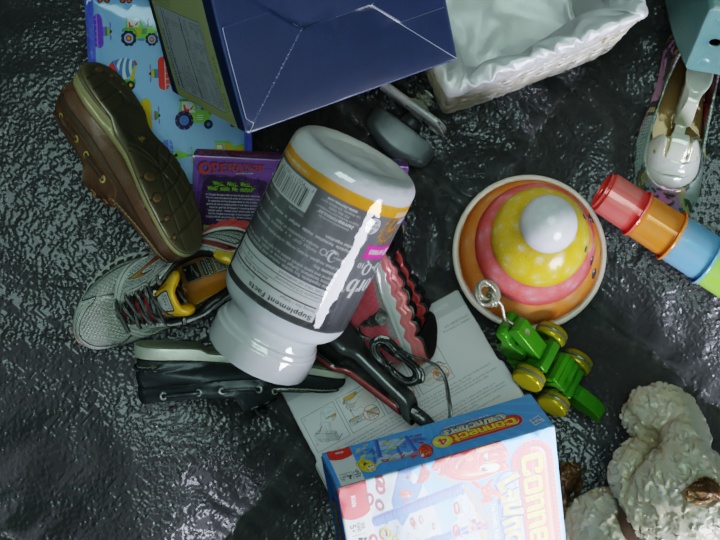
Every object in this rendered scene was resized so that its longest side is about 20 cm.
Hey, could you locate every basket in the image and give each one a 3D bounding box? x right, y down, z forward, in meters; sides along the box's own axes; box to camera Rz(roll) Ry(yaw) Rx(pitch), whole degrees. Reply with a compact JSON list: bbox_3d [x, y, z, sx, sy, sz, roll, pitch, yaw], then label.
[{"bbox_3d":[0.127,-0.267,1.366,0.199,0.161,0.200,-22,84,-3],"label":"basket"}]

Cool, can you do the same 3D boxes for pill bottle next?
[{"bbox_3d":[-0.045,-0.011,1.262,0.116,0.116,0.201,29,108,3],"label":"pill bottle"}]

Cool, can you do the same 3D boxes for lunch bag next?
[{"bbox_3d":[-0.176,-0.152,1.398,0.149,0.094,0.202,-1,94,-2],"label":"lunch bag"}]

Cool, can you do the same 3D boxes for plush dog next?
[{"bbox_3d":[0.260,0.226,1.336,0.172,0.160,0.200,-41,83,22],"label":"plush dog"}]

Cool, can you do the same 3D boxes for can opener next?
[{"bbox_3d":[-0.002,-0.179,1.411,0.200,0.053,0.067,40,86,4],"label":"can opener"}]

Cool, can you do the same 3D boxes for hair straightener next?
[{"bbox_3d":[0.006,0.074,1.325,0.200,0.077,0.041,41,40,17],"label":"hair straightener"}]

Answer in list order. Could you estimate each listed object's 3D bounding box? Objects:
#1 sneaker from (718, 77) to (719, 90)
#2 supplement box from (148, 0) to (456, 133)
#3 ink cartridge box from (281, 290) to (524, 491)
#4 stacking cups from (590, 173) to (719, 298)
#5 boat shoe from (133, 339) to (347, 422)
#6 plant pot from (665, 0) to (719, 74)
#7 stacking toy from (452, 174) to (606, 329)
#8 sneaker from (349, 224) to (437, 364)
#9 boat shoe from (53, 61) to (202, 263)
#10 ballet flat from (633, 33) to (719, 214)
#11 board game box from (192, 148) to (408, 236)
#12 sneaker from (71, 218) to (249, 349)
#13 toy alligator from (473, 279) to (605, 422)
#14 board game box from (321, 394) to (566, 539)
[{"bbox_3d":[0.379,-0.093,1.394,0.091,0.078,0.201,-29,83,1],"label":"sneaker"},{"bbox_3d":[-0.059,-0.226,1.259,0.199,0.200,0.135,-21,114,-18],"label":"supplement box"},{"bbox_3d":[0.049,0.139,1.383,0.199,0.045,0.177,-28,59,-3],"label":"ink cartridge box"},{"bbox_3d":[0.305,-0.021,1.375,0.199,0.060,0.061,32,85,-6],"label":"stacking cups"},{"bbox_3d":[-0.111,0.106,1.372,0.197,0.075,0.067,5,96,-8],"label":"boat shoe"},{"bbox_3d":[0.350,-0.279,1.345,0.140,0.142,0.202,10,63,1],"label":"plant pot"},{"bbox_3d":[0.158,-0.025,1.320,0.145,0.200,0.148,0,84,0],"label":"stacking toy"},{"bbox_3d":[0.000,0.000,1.352,0.086,0.074,0.202,-15,104,19],"label":"sneaker"},{"bbox_3d":[-0.209,-0.088,1.332,0.067,0.072,0.201,-38,76,27],"label":"boat shoe"},{"bbox_3d":[0.300,-0.140,1.397,0.069,0.071,0.202,13,84,0],"label":"ballet flat"},{"bbox_3d":[-0.057,-0.048,1.387,0.198,0.032,0.121,3,113,0],"label":"board game box"},{"bbox_3d":[-0.181,0.016,1.357,0.199,0.082,0.078,-28,103,16],"label":"sneaker"},{"bbox_3d":[0.151,0.073,1.358,0.200,0.054,0.060,45,64,-27],"label":"toy alligator"},{"bbox_3d":[0.079,0.230,1.305,0.194,0.056,0.202,-15,117,-10],"label":"board game box"}]
